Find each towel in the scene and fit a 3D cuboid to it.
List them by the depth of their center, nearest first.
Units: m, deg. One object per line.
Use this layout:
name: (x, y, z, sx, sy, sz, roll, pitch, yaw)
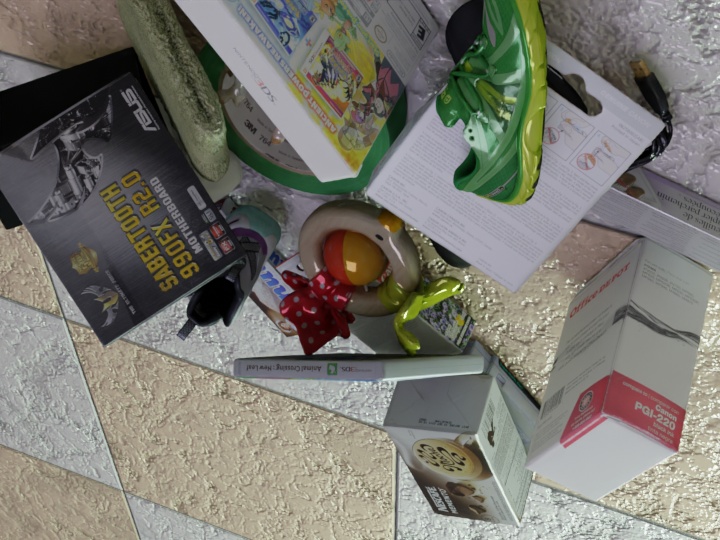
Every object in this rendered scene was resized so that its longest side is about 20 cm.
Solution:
towel: (-0.169, -0.185, 1.093, 0.201, 0.036, 0.148, 63, 169, 9)

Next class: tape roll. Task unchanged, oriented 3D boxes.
tape roll: (-0.057, -0.159, 1.144, 0.199, 0.048, 0.201, 18, 144, 13)

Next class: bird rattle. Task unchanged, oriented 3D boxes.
bird rattle: (0.000, 0.000, 1.220, 0.199, 0.113, 0.164, 10, 127, 37)

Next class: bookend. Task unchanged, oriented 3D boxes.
bookend: (-0.285, -0.095, 1.253, 0.198, 0.092, 0.201, -19, 135, -1)

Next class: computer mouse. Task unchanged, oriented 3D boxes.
computer mouse: (0.162, -0.144, 0.996, 0.140, 0.046, 0.200, -26, 109, 31)

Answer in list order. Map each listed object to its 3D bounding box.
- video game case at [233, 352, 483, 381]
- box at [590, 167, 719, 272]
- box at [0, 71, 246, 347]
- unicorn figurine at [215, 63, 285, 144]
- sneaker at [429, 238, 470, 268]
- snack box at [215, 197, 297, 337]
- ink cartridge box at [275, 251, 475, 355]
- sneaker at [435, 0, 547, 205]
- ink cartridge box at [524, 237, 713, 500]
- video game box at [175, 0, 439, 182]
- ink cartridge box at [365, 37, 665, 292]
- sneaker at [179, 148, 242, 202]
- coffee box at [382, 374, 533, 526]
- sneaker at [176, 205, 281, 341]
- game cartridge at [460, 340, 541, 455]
video game case: (0.001, 0.098, 1.260, 0.181, 0.022, 0.200, -2, 177, 34)
box: (0.245, -0.061, 1.075, 0.199, 0.039, 0.042, 25, 146, 3)
box: (-0.223, -0.056, 1.133, 0.201, 0.158, 0.048, 58, 174, -6)
unicorn figurine: (-0.075, -0.182, 1.037, 0.199, 0.074, 0.137, 21, 142, -16)
sneaker: (0.079, -0.063, 1.139, 0.075, 0.091, 0.201, 8, 142, 18)
snack box: (-0.116, -0.001, 1.404, 0.072, 0.024, 0.200, -13, 128, 41)
ink cartridge box: (0.016, 0.026, 1.331, 0.200, 0.050, 0.109, 40, 143, -16)
sneaker: (0.097, -0.137, 0.919, 0.083, 0.074, 0.201, 1, 121, 5)
ink cartridge box: (0.239, 0.091, 1.132, 0.084, 0.201, 0.146, 26, 146, -8)
video game box: (-0.036, -0.202, 0.957, 0.047, 0.183, 0.200, -10, 130, 41)
ink cartridge box: (0.124, -0.097, 1.009, 0.162, 0.057, 0.200, 33, 116, -10)
sneaker: (-0.203, -0.051, 1.194, 0.199, 0.089, 0.075, -22, 136, 2)
coffee box: (0.116, 0.203, 1.396, 0.112, 0.080, 0.200, 3, 142, 26)
sneaker: (-0.166, 0.027, 1.327, 0.077, 0.140, 0.200, 30, 143, -6)
game cartridge: (0.143, 0.159, 1.431, 0.129, 0.039, 0.200, -17, 126, 40)
